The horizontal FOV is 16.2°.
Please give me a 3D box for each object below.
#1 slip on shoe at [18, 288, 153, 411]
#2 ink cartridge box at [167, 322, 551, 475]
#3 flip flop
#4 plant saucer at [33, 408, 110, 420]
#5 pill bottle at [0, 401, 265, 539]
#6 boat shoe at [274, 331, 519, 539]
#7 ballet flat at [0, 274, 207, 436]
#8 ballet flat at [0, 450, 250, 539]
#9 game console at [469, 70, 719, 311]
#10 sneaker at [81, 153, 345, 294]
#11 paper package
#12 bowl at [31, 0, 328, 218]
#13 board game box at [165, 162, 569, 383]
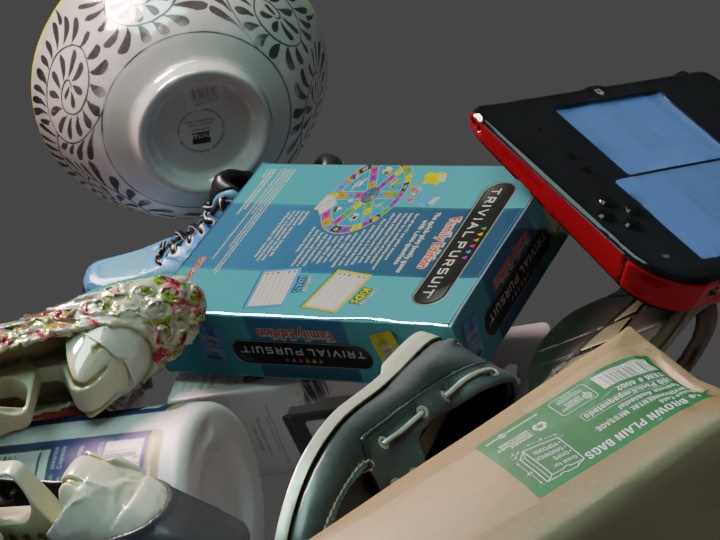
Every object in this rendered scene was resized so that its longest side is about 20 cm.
[{"bbox_3d":[-0.161,0.042,1.530,0.061,0.076,0.200,-57,13,-6],"label":"slip on shoe"},{"bbox_3d":[0.001,0.052,1.471,0.200,0.067,0.116,-9,33,19],"label":"ink cartridge box"},{"bbox_3d":[0.163,0.036,1.417,0.081,0.058,0.200,-10,17,34],"label":"flip flop"},{"bbox_3d":[-0.244,0.044,1.509,0.200,0.200,0.037,25,81,50],"label":"plant saucer"},{"bbox_3d":[-0.163,0.136,1.400,0.200,0.111,0.111,-7,34,22],"label":"pill bottle"},{"bbox_3d":[0.018,0.099,1.259,0.062,0.073,0.200,17,37,19],"label":"boat shoe"},{"bbox_3d":[-0.174,0.060,1.371,0.200,0.076,0.064,-18,39,-7],"label":"ballet flat"},{"bbox_3d":[-0.154,0.127,1.290,0.200,0.073,0.073,-2,36,27],"label":"ballet flat"},{"bbox_3d":[0.183,-0.051,1.433,0.200,0.031,0.177,-11,48,-39],"label":"game console"},{"bbox_3d":[-0.088,-0.026,1.622,0.200,0.090,0.078,-19,31,6],"label":"sneaker"},{"bbox_3d":[0.095,0.158,1.136,0.200,0.191,0.103,-31,33,-17],"label":"paper package"},{"bbox_3d":[-0.109,-0.108,1.651,0.201,0.201,0.094,-23,30,-3],"label":"bowl"},{"bbox_3d":[0.000,0.000,1.441,0.200,0.047,0.151,2,38,31],"label":"board game box"}]
